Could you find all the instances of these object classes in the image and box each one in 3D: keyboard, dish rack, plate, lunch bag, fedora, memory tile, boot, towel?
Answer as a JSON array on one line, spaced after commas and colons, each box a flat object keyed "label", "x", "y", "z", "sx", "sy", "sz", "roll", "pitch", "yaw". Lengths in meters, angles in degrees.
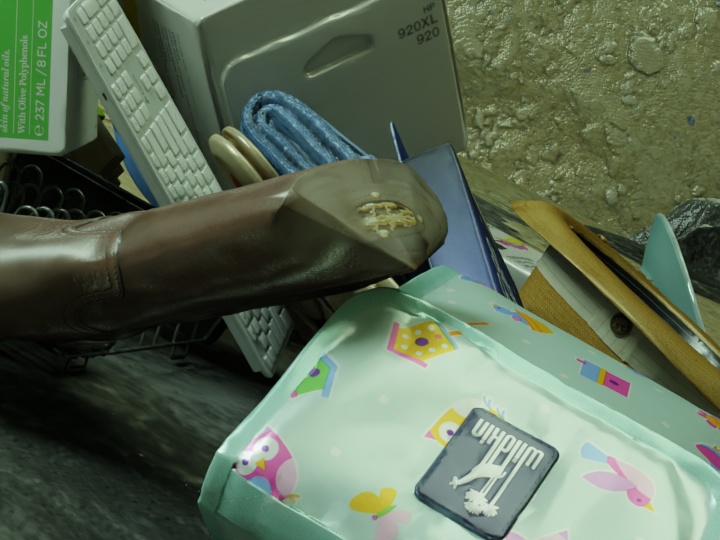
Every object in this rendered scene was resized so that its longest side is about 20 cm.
[{"label": "keyboard", "x": -0.083, "y": -0.043, "z": 0.879, "sx": 0.201, "sy": 0.011, "sz": 0.056, "roll": 62, "pitch": 26, "yaw": -20}, {"label": "dish rack", "x": -0.148, "y": -0.010, "z": 0.883, "sx": 0.153, "sy": 0.055, "sz": 0.200, "roll": 28, "pitch": 9, "yaw": 16}, {"label": "plate", "x": 0.211, "y": 0.062, "z": 1.218, "sx": 0.025, "sy": 0.201, "sz": 0.200, "roll": -13, "pitch": 8, "yaw": 4}, {"label": "lunch bag", "x": 0.051, "y": 0.088, "z": 0.679, "sx": 0.170, "sy": 0.122, "sz": 0.200, "roll": 30, "pitch": 17, "yaw": 16}, {"label": "fedora", "x": 0.140, "y": 0.048, "z": 1.019, "sx": 0.200, "sy": 0.082, "sz": 0.201, "roll": 40, "pitch": 11, "yaw": -9}, {"label": "memory tile", "x": -0.007, "y": 0.023, "z": 0.891, "sx": 0.153, "sy": 0.017, "sz": 0.200, "roll": 45, "pitch": -12, "yaw": 31}, {"label": "boot", "x": -0.086, "y": -0.008, "z": 0.673, "sx": 0.199, "sy": 0.065, "sz": 0.186, "roll": -7, "pitch": -4, "yaw": 36}, {"label": "towel", "x": 0.000, "y": 0.000, "z": 0.961, "sx": 0.112, "sy": 0.048, "sz": 0.200, "roll": 41, "pitch": -13, "yaw": 42}]

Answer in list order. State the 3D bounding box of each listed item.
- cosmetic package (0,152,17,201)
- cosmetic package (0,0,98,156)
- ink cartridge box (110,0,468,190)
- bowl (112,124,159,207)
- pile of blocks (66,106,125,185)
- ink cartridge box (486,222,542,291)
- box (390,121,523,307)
[{"label": "cosmetic package", "x": -0.200, "y": -0.143, "z": 0.995, "sx": 0.103, "sy": 0.201, "sz": 0.073, "roll": 26, "pitch": 34, "yaw": 9}, {"label": "cosmetic package", "x": -0.229, "y": -0.116, "z": 0.890, "sx": 0.199, "sy": 0.108, "sz": 0.085, "roll": 3, "pitch": 10, "yaw": 2}, {"label": "ink cartridge box", "x": -0.059, "y": -0.134, "z": 1.053, "sx": 0.147, "sy": 0.145, "sz": 0.200, "roll": -27, "pitch": 35, "yaw": -19}, {"label": "bowl", "x": -0.063, "y": -0.108, "z": 1.216, "sx": 0.200, "sy": 0.201, "sz": 0.039, "roll": 23, "pitch": 10, "yaw": -18}, {"label": "pile of blocks", "x": -0.213, "y": -0.099, "z": 1.126, "sx": 0.200, "sy": 0.082, "sz": 0.062, "roll": 30, "pitch": 10, "yaw": 23}, {"label": "ink cartridge box", "x": 0.088, "y": 0.019, "z": 1.298, "sx": 0.200, "sy": 0.084, "sz": 0.145, "roll": 30, "pitch": 9, "yaw": 26}, {"label": "box", "x": 0.063, "y": 0.025, "z": 0.906, "sx": 0.121, "sy": 0.032, "sz": 0.201, "roll": 61, "pitch": 10, "yaw": -49}]
